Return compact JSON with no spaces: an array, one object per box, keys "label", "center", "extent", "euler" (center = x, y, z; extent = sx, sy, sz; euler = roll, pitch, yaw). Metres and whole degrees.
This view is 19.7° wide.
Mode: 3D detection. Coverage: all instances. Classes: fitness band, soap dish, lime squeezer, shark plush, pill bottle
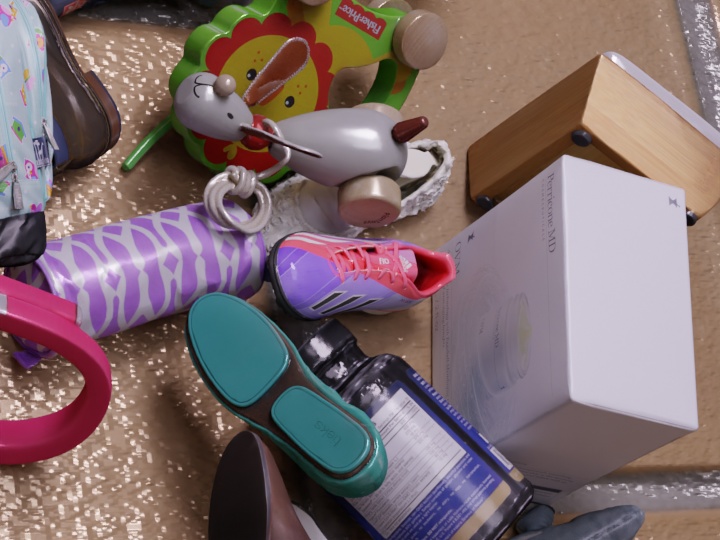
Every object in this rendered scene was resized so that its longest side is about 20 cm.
[{"label":"fitness band","center":[-0.261,0.062,1.370],"extent":[0.199,0.144,0.038],"euler":[21,38,-24]},{"label":"soap dish","center":[0.193,-0.078,1.690],"extent":[0.157,0.200,0.082],"euler":[36,57,-14]},{"label":"lime squeezer","center":[-0.107,-0.123,1.629],"extent":[0.199,0.038,0.071],"euler":[-9,106,-36]},{"label":"shark plush","center":[0.125,0.220,1.583],"extent":[0.199,0.083,0.092],"euler":[-3,71,-34]},{"label":"pill bottle","center":[0.024,0.134,1.530],"extent":[0.200,0.112,0.112],"euler":[44,52,7]}]

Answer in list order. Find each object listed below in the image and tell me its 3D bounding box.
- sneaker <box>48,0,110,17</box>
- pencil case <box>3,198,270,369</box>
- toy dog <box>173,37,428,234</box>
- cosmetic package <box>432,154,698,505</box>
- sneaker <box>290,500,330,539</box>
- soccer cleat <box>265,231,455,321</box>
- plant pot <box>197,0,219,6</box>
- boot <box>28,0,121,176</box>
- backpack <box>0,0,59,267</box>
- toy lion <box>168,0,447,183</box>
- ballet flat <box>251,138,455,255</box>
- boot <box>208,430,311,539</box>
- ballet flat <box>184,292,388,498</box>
[{"label":"sneaker","center":[-0.207,-0.223,1.581],"extent":[0.198,0.075,0.085],"euler":[11,62,-18]},{"label":"pencil case","center":[-0.162,0.005,1.503],"extent":[0.199,0.086,0.084],"euler":[-14,38,-36]},{"label":"toy dog","center":[-0.030,-0.105,1.537],"extent":[0.199,0.096,0.133],"euler":[-3,64,-40]},{"label":"cosmetic package","center":[0.153,0.050,1.605],"extent":[0.122,0.200,0.201],"euler":[14,61,-27]},{"label":"sneaker","center":[-0.078,0.226,1.461],"extent":[0.198,0.080,0.116],"euler":[-1,66,-40]},{"label":"soccer cleat","center":[0.000,0.000,1.563],"extent":[0.199,0.073,0.069],"euler":[4,73,-61]},{"label":"plant pot","center":[-0.133,-0.322,1.633],"extent":[0.201,0.141,0.141],"euler":[53,51,-13]},{"label":"boot","center":[-0.258,-0.152,1.494],"extent":[0.200,0.075,0.097],"euler":[48,26,-7]},{"label":"backpack","center":[-0.282,-0.099,1.402],"extent":[0.126,0.166,0.202],"euler":[-4,88,-55]},{"label":"toy lion","center":[-0.049,-0.150,1.607],"extent":[0.199,0.069,0.193],"euler":[24,94,-41]},{"label":"ballet flat","center":[-0.003,-0.064,1.643],"extent":[0.199,0.072,0.072],"euler":[-25,83,-37]},{"label":"boot","center":[-0.005,0.211,1.436],"extent":[0.199,0.064,0.188],"euler":[12,60,-40]},{"label":"ballet flat","center":[-0.052,0.094,1.454],"extent":[0.067,0.071,0.200],"euler":[-42,56,-10]}]
